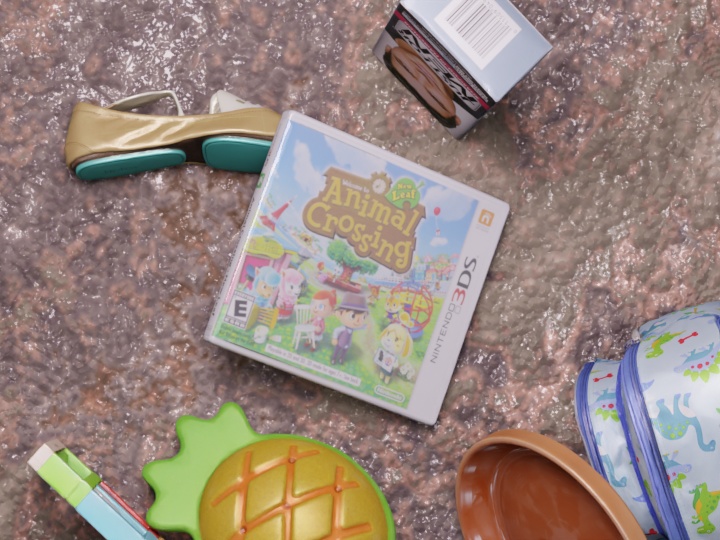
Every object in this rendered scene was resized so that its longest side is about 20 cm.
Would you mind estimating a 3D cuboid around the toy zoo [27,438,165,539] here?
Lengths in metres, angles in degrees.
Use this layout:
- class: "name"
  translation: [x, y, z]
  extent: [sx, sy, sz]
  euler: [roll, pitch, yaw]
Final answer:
- class: "toy zoo"
  translation: [-0.161, 0.199, 1.575]
  extent: [0.200, 0.131, 0.020]
  euler: [43, 85, -1]

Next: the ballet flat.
- class: "ballet flat"
  translation: [-0.126, -0.109, 1.631]
  extent: [0.198, 0.069, 0.064]
  euler: [-3, 72, -6]

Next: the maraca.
- class: "maraca"
  translation: [-0.068, 0.180, 1.599]
  extent: [0.199, 0.107, 0.137]
  euler: [30, 67, 15]

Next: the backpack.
- class: "backpack"
  translation: [0.240, 0.126, 1.576]
  extent: [0.146, 0.200, 0.185]
  euler: [-18, 90, 11]

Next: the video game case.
- class: "video game case"
  translation: [0.000, 0.000, 1.622]
  extent: [0.199, 0.022, 0.183]
  euler: [22, 85, -22]

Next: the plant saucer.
- class: "plant saucer"
  translation: [0.149, 0.205, 1.574]
  extent: [0.032, 0.200, 0.201]
  euler: [-31, 89, -32]

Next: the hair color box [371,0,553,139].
- class: "hair color box"
  translation: [0.071, -0.163, 1.580]
  extent: [0.061, 0.200, 0.099]
  euler: [-44, 91, -6]
